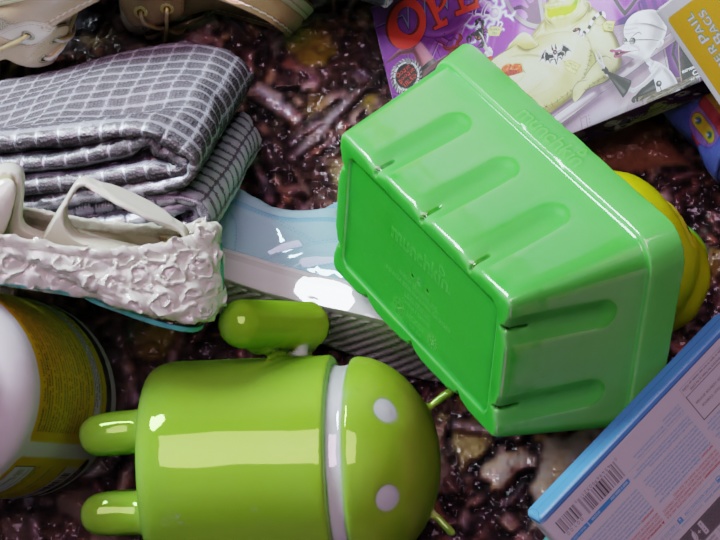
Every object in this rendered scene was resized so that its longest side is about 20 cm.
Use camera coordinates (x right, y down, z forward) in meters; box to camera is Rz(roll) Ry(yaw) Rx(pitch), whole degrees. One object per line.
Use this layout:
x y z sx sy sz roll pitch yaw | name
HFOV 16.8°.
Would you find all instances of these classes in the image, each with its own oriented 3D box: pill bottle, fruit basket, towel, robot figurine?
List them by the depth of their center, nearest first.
0.110 -0.015 1.286 0.214 0.156 0.216 2 39 -2 | fruit basket
-0.210 0.065 1.293 0.112 0.200 0.113 -1 85 11 | pill bottle
-0.048 0.105 1.307 0.199 0.116 0.176 -2 84 7 | robot figurine
-0.166 -0.065 1.368 0.199 0.166 0.086 -6 112 10 | towel

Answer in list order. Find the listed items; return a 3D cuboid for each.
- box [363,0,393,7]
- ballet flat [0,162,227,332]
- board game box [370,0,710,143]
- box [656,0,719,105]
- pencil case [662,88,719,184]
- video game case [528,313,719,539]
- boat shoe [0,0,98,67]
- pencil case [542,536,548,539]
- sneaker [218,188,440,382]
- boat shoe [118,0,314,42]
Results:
-0.042 -0.234 1.434 0.199 0.050 0.158 18 39 16 | box
-0.163 -0.022 1.262 0.199 0.072 0.072 12 70 -4 | ballet flat
0.105 -0.128 1.370 0.199 0.032 0.121 -22 70 28 | board game box
0.272 -0.152 1.304 0.200 0.101 0.113 -33 88 -38 | box
0.184 -0.139 1.386 0.087 0.078 0.200 -12 59 -42 | pencil case
0.194 0.141 1.239 0.143 0.018 0.200 -45 111 -10 | video game case
-0.194 -0.155 1.424 0.199 0.065 0.072 -15 37 32 | boat shoe
0.179 0.106 1.284 0.085 0.092 0.200 40 81 15 | pencil case
0.000 0.000 1.366 0.199 0.074 0.082 18 68 10 | sneaker
-0.123 -0.172 1.458 0.199 0.074 0.067 22 84 20 | boat shoe
